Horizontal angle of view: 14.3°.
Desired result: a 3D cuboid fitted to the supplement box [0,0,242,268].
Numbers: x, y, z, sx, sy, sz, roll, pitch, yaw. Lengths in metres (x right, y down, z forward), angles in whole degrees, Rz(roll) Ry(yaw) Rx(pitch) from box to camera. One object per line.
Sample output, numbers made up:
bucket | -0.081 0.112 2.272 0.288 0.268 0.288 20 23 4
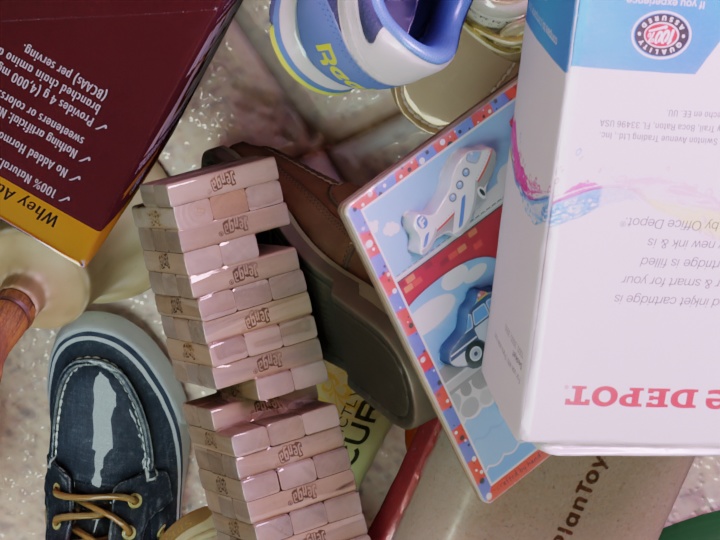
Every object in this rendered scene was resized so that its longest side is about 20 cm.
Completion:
supplement box | -0.143 -0.151 1.219 0.197 0.133 0.200 30 126 -3

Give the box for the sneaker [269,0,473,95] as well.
sneaker | 0.029 -0.164 1.142 0.074 0.082 0.201 13 90 -34

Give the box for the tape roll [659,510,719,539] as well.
tape roll | 0.140 0.190 1.305 0.200 0.201 0.048 -22 113 29

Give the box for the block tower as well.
block tower | -0.046 0.053 1.256 0.054 0.058 0.201 6 110 66

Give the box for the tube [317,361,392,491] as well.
tube | -0.014 0.065 1.370 0.058 0.052 0.201 4 128 -27

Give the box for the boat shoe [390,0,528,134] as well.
boat shoe | 0.060 -0.130 1.205 0.074 0.069 0.200 27 126 0

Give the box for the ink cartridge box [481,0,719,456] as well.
ink cartridge box | 0.133 -0.034 1.126 0.144 0.085 0.201 2 109 -12

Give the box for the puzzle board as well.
puzzle board | 0.098 -0.018 1.207 0.017 0.200 0.151 17 138 58

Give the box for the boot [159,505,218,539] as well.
boot | 0.002 0.200 1.350 0.200 0.156 0.073 24 120 -37

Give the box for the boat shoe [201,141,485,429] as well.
boat shoe | 0.000 0.000 1.275 0.200 0.068 0.072 46 151 42

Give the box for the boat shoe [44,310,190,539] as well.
boat shoe | -0.126 0.124 1.417 0.070 0.091 0.201 5 123 15

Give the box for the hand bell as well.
hand bell | -0.161 0.021 1.295 0.104 0.200 0.105 9 123 13

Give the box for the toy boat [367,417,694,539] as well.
toy boat | 0.064 0.091 1.321 0.130 0.131 0.201 23 94 -31
